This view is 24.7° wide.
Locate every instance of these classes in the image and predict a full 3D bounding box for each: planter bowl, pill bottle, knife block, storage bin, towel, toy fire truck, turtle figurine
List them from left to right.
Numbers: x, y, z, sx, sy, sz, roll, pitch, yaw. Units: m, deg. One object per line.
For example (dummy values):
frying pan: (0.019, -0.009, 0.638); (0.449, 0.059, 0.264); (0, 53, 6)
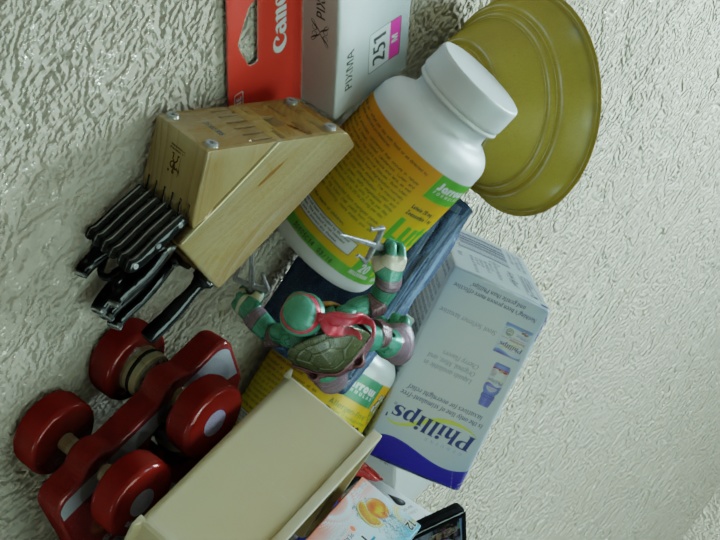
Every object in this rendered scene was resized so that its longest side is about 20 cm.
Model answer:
toy fire truck: (-0.171, 0.146, 1.307); (0.200, 0.112, 0.168); (-46, 152, -24)
knife block: (-0.113, -0.033, 1.239); (0.200, 0.064, 0.176); (-13, 129, -42)
storage bin: (-0.105, 0.210, 1.303); (0.200, 0.094, 0.199); (-45, 169, -39)
pill bottle: (-0.038, 0.107, 1.496); (0.200, 0.113, 0.113); (-57, 154, -1)
turtle figurine: (-0.028, 0.038, 1.286); (0.200, 0.149, 0.101); (51, 35, -63)
towel: (0.000, 0.000, 1.436); (0.200, 0.112, 0.049); (-55, 161, -13)
pill bottle: (0.030, -0.087, 1.342); (0.200, 0.111, 0.111); (-45, 158, 18)
planter bowl: (0.110, -0.146, 1.419); (0.083, 0.200, 0.201); (-3, 124, -36)

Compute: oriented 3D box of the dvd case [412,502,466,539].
dvd case: (0.008, 0.296, 1.452); (0.200, 0.018, 0.143); (-21, 130, -22)

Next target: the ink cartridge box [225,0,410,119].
ink cartridge box: (-0.029, -0.200, 1.255); (0.174, 0.044, 0.200); (-40, 149, -34)

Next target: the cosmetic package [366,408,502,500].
cosmetic package: (0.068, 0.159, 1.770); (0.200, 0.085, 0.108); (-37, 147, -35)

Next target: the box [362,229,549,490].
box: (0.083, 0.078, 1.589); (0.200, 0.105, 0.184); (-63, -171, 13)

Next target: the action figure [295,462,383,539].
action figure: (-0.053, 0.255, 1.454); (0.200, 0.052, 0.065); (-50, 177, 0)

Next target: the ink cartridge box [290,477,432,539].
ink cartridge box: (-0.031, 0.256, 1.575); (0.145, 0.200, 0.084); (-24, 135, -49)

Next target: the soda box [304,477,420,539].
soda box: (-0.028, 0.247, 1.308); (0.064, 0.068, 0.200); (-54, 172, 32)
